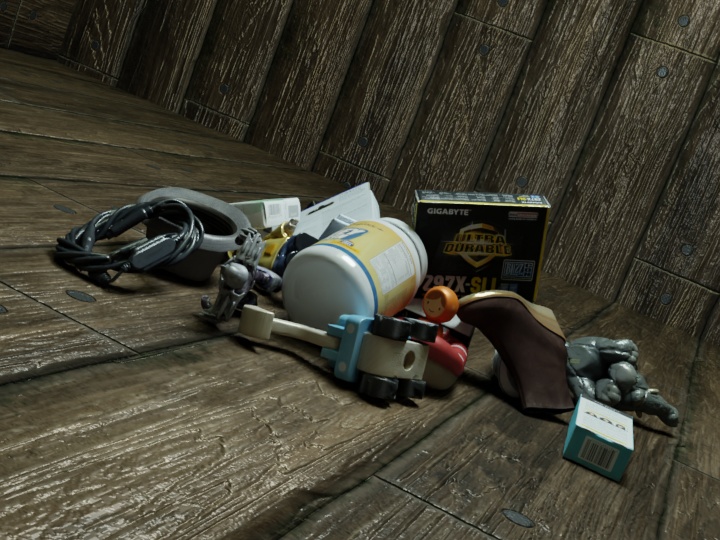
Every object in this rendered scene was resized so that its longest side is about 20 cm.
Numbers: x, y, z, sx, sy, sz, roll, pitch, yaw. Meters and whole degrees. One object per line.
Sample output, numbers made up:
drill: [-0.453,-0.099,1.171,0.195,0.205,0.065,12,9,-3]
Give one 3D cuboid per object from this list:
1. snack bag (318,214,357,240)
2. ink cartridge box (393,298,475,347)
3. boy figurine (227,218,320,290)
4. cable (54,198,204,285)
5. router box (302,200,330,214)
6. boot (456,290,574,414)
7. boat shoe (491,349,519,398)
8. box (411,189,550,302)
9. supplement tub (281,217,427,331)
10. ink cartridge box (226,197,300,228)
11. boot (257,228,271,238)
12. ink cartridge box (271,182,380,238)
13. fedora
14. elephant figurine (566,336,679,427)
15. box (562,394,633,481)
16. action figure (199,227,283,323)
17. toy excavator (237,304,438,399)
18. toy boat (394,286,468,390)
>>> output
snack bag: [0.000,0.000,1.691,0.187,0.200,0.022,20,50,-18]
ink cartridge box: [0.077,0.076,1.648,0.199,0.037,0.095,25,-33,12]
boy figurine: [-0.136,-0.028,1.666,0.064,0.125,0.199,36,-17,-34]
cable: [-0.304,-0.042,1.420,0.162,0.051,0.200,13,33,33]
router box: [-0.010,-0.036,1.979,0.199,0.051,0.150,15,47,-35]
boot: [0.230,0.122,1.564,0.199,0.072,0.167,12,58,-31]
boat shoe: [0.241,0.148,1.678,0.074,0.065,0.200,49,29,-5]
box: [0.172,-0.035,1.593,0.198,0.161,0.049,3,27,-5]
supplement tub: [-0.004,0.011,1.506,0.144,0.146,0.200,25,29,22]
ink cartridge box: [-0.220,-0.094,1.796,0.198,0.051,0.161,0,6,17]
boot: [-0.131,-0.068,2.030,0.090,0.073,0.200,9,14,-31]
ink cartridge box: [-0.061,-0.066,1.808,0.200,0.198,0.041,-94,159,-66]
fedora: [-0.255,-0.046,1.577,0.176,0.091,0.200,18,18,-8]
elephant figurine: [0.418,0.186,1.757,0.141,0.156,0.200,-22,-26,27]
box: [0.330,0.227,1.473,0.082,0.049,0.200,24,10,11]
action figure: [-0.159,0.014,1.391,0.069,0.130,0.200,35,-5,8]
toy excavator: [-0.030,0.092,1.356,0.199,0.101,0.194,12,0,36]
toy boat: [0.098,0.085,1.507,0.130,0.132,0.200,22,9,7]
